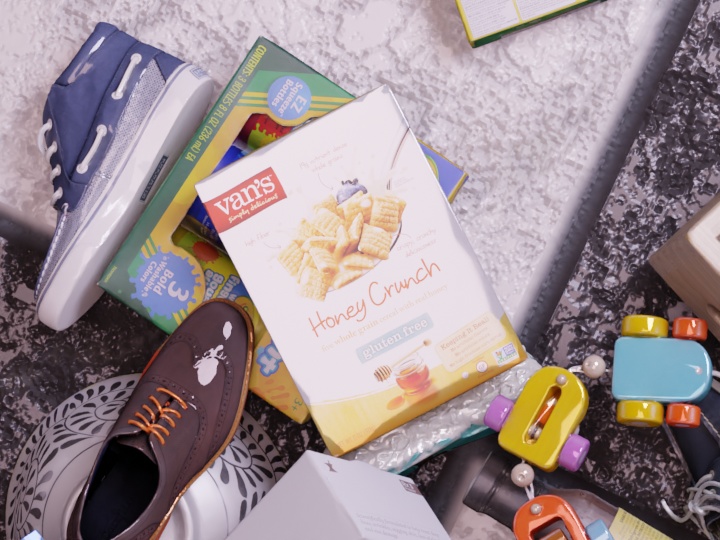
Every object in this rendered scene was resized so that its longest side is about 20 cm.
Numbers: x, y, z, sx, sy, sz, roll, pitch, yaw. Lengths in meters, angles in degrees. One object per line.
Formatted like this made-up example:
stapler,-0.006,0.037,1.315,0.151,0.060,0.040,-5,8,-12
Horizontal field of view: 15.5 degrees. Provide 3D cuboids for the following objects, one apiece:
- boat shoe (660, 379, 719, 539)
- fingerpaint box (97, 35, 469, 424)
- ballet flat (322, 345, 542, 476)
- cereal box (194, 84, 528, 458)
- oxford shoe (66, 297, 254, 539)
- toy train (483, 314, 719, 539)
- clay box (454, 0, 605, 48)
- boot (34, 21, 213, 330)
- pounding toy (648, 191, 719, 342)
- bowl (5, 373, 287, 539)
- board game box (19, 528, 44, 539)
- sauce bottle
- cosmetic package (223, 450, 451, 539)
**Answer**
boat shoe,0.246,0.156,1.720,0.062,0.075,0.200,-25,76,-24
fingerpaint box,-0.050,-0.027,1.761,0.167,0.073,0.200,34,92,4
ballet flat,0.032,0.105,1.761,0.199,0.072,0.072,-27,87,-3
cereal box,0.000,0.000,1.702,0.144,0.040,0.201,-28,92,1
oxford shoe,-0.123,0.103,1.681,0.071,0.073,0.201,24,74,6
toy train,0.165,0.120,1.701,0.200,0.056,0.150,-36,74,2
clay box,0.094,-0.262,1.765,0.115,0.048,0.201,-19,87,4
boot,-0.185,-0.064,1.782,0.090,0.073,0.200,29,85,13
pounding toy,0.303,0.021,1.716,0.184,0.142,0.200,-42,89,-11
bowl,-0.148,0.169,1.758,0.200,0.094,0.202,0,89,6
board game box,-0.191,0.280,1.713,0.043,0.200,0.199,-35,86,-28
sauce bottle,0.162,0.186,1.747,0.200,0.065,0.065,33,92,5
cosmetic package,-0.045,0.216,1.701,0.200,0.113,0.081,-48,53,21
